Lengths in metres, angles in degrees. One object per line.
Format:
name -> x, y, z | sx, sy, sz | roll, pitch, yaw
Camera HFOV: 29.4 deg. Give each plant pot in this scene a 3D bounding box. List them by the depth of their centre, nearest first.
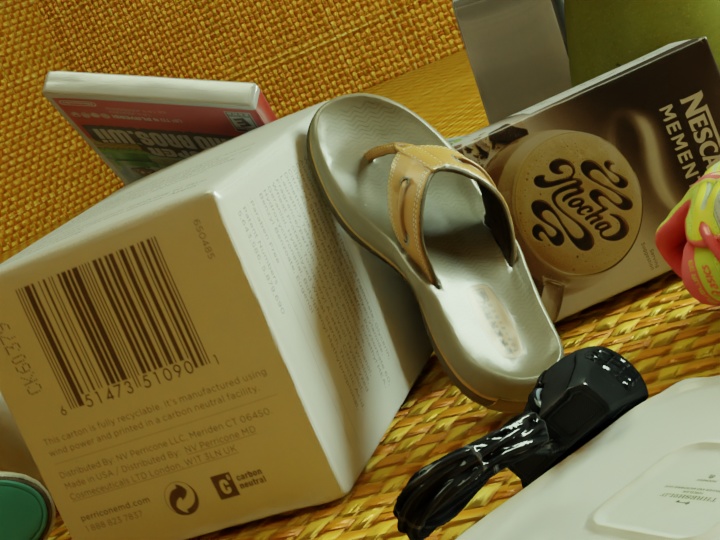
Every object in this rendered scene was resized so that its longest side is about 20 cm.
plant pot -> 0.208, -0.152, 0.897 | 0.185, 0.202, 0.187 | -23, 10, 5

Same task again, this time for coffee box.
coffee box -> 0.119, -0.041, 0.786 | 0.198, 0.114, 0.080 | -24, 6, 2

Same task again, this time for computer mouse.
computer mouse -> 0.059, 0.058, 0.505 | 0.059, 0.034, 0.199 | -46, -17, 21

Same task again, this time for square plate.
square plate -> 0.112, 0.082, 0.448 | 0.197, 0.029, 0.199 | -31, 12, -28

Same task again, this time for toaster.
toaster -> 0.187, -0.220, 1.288 | 0.117, 0.202, 0.181 | -11, 16, 32

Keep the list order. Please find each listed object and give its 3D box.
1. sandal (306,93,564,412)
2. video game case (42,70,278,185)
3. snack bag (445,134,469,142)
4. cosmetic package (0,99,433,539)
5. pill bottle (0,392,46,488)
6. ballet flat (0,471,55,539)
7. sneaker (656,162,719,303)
sandal -> 0.043, -0.022, 0.688 | 0.079, 0.201, 0.054 | -18, -31, -23
video game case -> -0.105, -0.072, 0.906 | 0.141, 0.018, 0.200 | 6, -20, 17
snack bag -> 0.051, -0.070, 1.084 | 0.186, 0.022, 0.200 | -12, -10, -6
cosmetic package -> -0.078, 0.028, 0.756 | 0.163, 0.167, 0.200 | -19, 12, 23
pill bottle -> -0.175, 0.042, 0.909 | 0.112, 0.112, 0.201 | -10, 36, 53
ballet flat -> -0.266, 0.174, 0.770 | 0.198, 0.070, 0.069 | -29, 12, -19
sneaker -> 0.189, -0.012, 0.603 | 0.090, 0.079, 0.200 | -34, 6, -1
